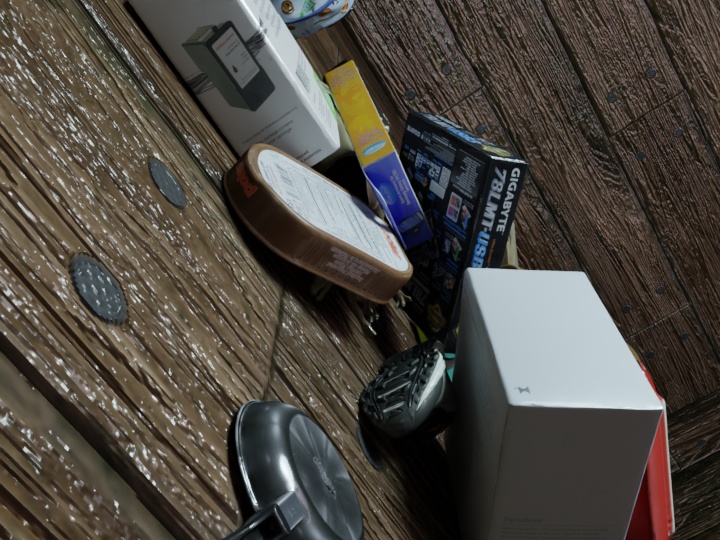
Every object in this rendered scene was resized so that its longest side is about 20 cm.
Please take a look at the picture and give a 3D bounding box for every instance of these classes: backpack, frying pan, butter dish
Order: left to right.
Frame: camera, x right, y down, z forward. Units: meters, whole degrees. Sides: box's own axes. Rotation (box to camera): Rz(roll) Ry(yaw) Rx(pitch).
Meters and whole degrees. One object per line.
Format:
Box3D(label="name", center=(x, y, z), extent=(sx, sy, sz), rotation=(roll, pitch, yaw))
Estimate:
Box3D(label="frying pan", center=(-0.044, 0.108, 0.387), extent=(0.116, 0.031, 0.190), rotation=(65, 10, 28))
Box3D(label="backpack", center=(-0.096, -0.458, 1.140), extent=(0.194, 0.197, 0.154), rotation=(66, 17, 1))
Box3D(label="butter dish", center=(0.253, 0.202, 0.823), extent=(0.200, 0.145, 0.204), rotation=(14, 72, -72))

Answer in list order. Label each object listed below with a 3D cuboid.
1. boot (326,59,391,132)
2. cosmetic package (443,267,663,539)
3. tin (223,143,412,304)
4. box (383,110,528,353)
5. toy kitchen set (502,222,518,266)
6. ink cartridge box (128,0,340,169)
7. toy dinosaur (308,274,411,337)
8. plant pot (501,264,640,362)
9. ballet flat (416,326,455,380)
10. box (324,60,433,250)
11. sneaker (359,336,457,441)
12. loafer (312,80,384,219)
Box3D(label="boot", center=(-0.003, -0.300, 1.406), extent=(0.152, 0.072, 0.201), rotation=(54, 8, -24))
Box3D(label="cosmetic package", center=(0.151, 0.134, 0.663), extent=(0.201, 0.120, 0.204), rotation=(-94, -175, -61))
Box3D(label="tin", center=(-0.029, -0.038, 0.646), extent=(0.198, 0.042, 0.113), rotation=(27, 31, -44))
Box3D(label="box", center=(0.084, -0.047, 0.805), extent=(0.049, 0.203, 0.200), rotation=(3, 21, -22))
Box3D(label="toy kitchen set", center=(0.140, -0.008, 1.113), extent=(0.164, 0.176, 0.204), rotation=(-65, 147, -62))
Box3D(label="ink cartridge box", center=(-0.106, -0.194, 0.695), extent=(0.201, 0.083, 0.146), rotation=(55, 12, -24))
Box3D(label="toy dinosaur", center=(0.000, 0.000, 0.738), extent=(0.102, 0.058, 0.200), rotation=(56, 12, -10))
Box3D(label="plant pot", center=(0.221, 0.095, 0.966), extent=(0.200, 0.186, 0.187), rotation=(45, 16, -19))
Box3D(label="ballet flat", center=(0.120, 0.126, 0.936), extent=(0.068, 0.065, 0.202), rotation=(79, -8, -48))
Box3D(label="box", center=(0.020, -0.114, 0.778), extent=(0.120, 0.041, 0.202), rotation=(60, 6, -44))
Box3D(label="sneaker", center=(0.054, 0.113, 0.666), extent=(0.081, 0.073, 0.200), rotation=(65, 12, 2))
Box3D(label="loafer", center=(-0.027, -0.141, 0.910), extent=(0.202, 0.075, 0.067), rotation=(59, 6, -3))
